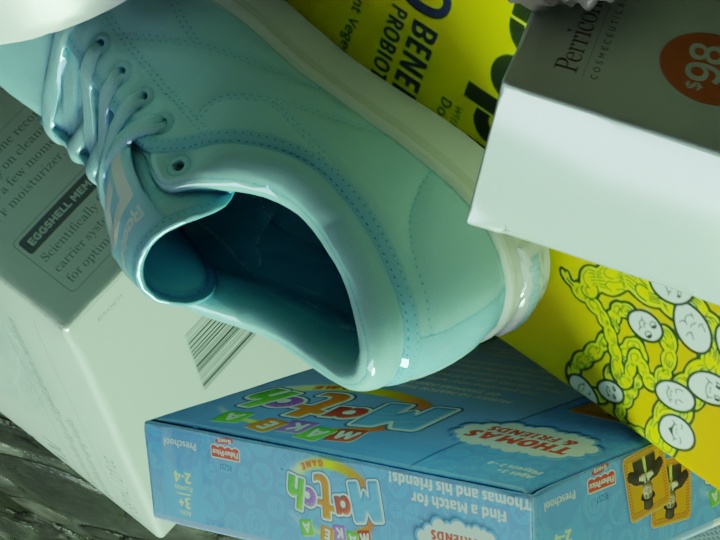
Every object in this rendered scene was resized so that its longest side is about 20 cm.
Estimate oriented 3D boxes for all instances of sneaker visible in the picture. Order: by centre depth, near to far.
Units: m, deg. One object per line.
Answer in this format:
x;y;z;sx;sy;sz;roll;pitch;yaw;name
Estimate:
-0.048;-0.034;0.744;0.200;0.082;0.074;29;128;27;sneaker

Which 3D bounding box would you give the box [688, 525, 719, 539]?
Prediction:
0.151;0.050;0.962;0.200;0.051;0.158;16;140;38;box

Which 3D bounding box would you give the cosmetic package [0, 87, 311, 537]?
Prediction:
-0.122;-0.033;1.001;0.200;0.123;0.199;37;163;21;cosmetic package

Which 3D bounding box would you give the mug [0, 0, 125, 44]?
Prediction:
-0.131;-0.184;0.744;0.200;0.148;0.175;41;167;42;mug

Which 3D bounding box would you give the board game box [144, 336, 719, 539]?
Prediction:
0.058;0.047;0.832;0.151;0.037;0.200;8;-164;43;board game box

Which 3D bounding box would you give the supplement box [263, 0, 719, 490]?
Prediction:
0.070;-0.049;0.772;0.200;0.109;0.109;35;132;20;supplement box

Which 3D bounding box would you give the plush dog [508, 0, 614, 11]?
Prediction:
0.099;-0.166;0.609;0.200;0.161;0.172;-2;142;-12;plush dog

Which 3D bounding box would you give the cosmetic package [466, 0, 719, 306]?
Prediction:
0.126;-0.067;0.684;0.150;0.200;0.052;17;135;7;cosmetic package
